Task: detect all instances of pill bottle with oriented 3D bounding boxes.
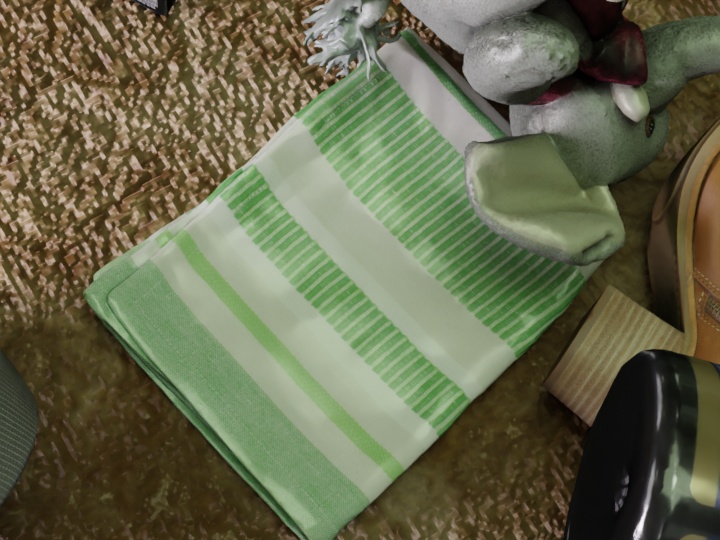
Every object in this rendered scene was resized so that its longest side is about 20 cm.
[{"bbox_3d":[0.185,0.107,0.714,0.198,0.112,0.113,16,66,-6],"label":"pill bottle"}]

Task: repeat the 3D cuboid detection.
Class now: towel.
[{"bbox_3d":[0.000,0.000,0.824,0.200,0.023,0.153,-41,78,-20],"label":"towel"}]

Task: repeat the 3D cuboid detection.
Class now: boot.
[{"bbox_3d":[0.189,0.017,0.808,0.155,0.077,0.201,33,70,3],"label":"boot"}]

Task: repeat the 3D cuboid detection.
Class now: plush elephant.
[{"bbox_3d":[0.092,-0.098,0.790,0.155,0.199,0.166,38,40,-24],"label":"plush elephant"}]

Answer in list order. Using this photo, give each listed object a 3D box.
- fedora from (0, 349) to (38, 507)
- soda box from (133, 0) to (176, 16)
[{"bbox_3d":[-0.197,0.081,0.712,0.200,0.176,0.091,-45,108,-21],"label":"fedora"},{"bbox_3d":[-0.157,-0.200,0.866,0.199,0.063,0.071,28,66,5],"label":"soda box"}]
